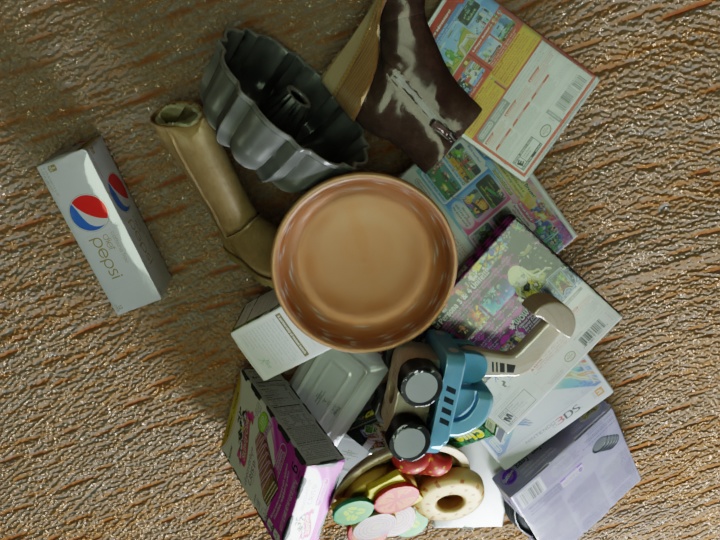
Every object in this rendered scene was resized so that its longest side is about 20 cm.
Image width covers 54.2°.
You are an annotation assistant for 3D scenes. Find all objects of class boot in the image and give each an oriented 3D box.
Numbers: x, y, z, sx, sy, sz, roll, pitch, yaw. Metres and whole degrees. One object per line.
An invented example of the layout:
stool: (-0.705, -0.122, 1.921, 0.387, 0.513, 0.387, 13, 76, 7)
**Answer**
boot: (0.071, -0.232, 0.780, 0.166, 0.072, 0.201, 36, 103, -6)
boot: (-0.142, -0.083, 0.787, 0.066, 0.174, 0.201, -45, 131, -28)

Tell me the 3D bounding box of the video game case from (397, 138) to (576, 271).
video game case: (0.139, -0.062, 0.859, 0.182, 0.024, 0.201, -39, 99, -2)

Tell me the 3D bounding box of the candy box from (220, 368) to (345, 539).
candy box: (-0.108, 0.238, 0.917, 0.060, 0.200, 0.138, 2, 116, -35)

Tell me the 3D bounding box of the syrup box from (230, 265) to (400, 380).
syrup box: (-0.050, 0.046, 0.850, 0.198, 0.079, 0.082, -27, 110, 18)

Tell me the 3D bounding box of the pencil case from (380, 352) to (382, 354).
pencil case: (0.115, 0.068, 0.921, 0.197, 0.091, 0.095, 1, 117, -7)

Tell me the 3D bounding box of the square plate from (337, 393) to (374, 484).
square plate: (-0.015, 0.262, 1.027, 0.198, 0.029, 0.200, 16, 111, -10)

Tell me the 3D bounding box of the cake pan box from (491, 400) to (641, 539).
cake pan box: (0.297, 0.300, 1.003, 0.199, 0.052, 0.185, -40, 122, -8)

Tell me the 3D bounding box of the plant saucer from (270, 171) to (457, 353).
plant saucer: (0.003, -0.009, 0.753, 0.197, 0.038, 0.203, -1, 111, -2)

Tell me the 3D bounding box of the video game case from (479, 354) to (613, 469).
video game case: (0.204, 0.142, 0.907, 0.182, 0.022, 0.200, -38, 112, 7)

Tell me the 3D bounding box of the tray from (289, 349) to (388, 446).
tray: (-0.051, 0.171, 0.957, 0.107, 0.022, 0.201, 36, 113, 13)

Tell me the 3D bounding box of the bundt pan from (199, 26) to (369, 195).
bundt pan: (-0.087, -0.161, 0.758, 0.201, 0.203, 0.076, 37, 120, -18)

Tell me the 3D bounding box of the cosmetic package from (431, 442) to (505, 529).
cosmetic package: (0.157, 0.263, 1.008, 0.106, 0.085, 0.203, 3, 114, -6)

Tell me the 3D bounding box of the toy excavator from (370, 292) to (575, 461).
toy excavator: (0.127, 0.113, 0.793, 0.197, 0.100, 0.197, 7, 106, -15)

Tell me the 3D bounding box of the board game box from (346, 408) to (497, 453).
board game box: (0.073, 0.207, 0.931, 0.105, 0.024, 0.199, 43, 135, -15)

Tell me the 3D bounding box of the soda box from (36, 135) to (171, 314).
soda box: (-0.304, -0.053, 0.850, 0.063, 0.068, 0.202, -19, 113, 5)

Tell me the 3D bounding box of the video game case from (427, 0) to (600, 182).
video game case: (0.152, -0.218, 0.810, 0.199, 0.017, 0.144, 35, 104, -3)

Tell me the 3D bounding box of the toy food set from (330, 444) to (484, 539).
toy food set: (0.055, 0.294, 0.917, 0.197, 0.049, 0.200, -30, 135, 8)

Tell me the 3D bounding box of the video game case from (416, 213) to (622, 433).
video game case: (0.178, 0.066, 0.839, 0.181, 0.036, 0.200, 39, 100, -10)
